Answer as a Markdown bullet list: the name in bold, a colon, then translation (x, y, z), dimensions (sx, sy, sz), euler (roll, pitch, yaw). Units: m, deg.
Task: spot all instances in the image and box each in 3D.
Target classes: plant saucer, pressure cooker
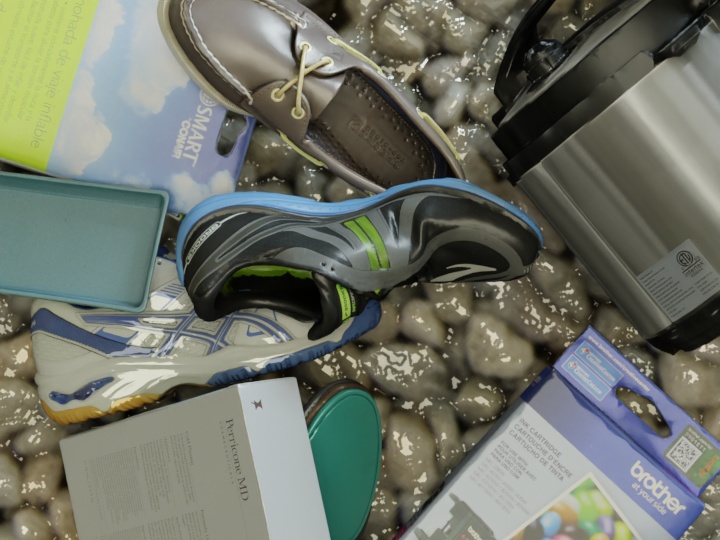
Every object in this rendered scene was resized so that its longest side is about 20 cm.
- **plant saucer**: translation (-0.203, -0.020, 1.422), dimensions (0.199, 0.019, 0.070), euler (8, 76, 15)
- **pressure cooker**: translation (0.169, -0.079, 1.369), dimensions (0.176, 0.179, 0.200), euler (-41, 90, 3)

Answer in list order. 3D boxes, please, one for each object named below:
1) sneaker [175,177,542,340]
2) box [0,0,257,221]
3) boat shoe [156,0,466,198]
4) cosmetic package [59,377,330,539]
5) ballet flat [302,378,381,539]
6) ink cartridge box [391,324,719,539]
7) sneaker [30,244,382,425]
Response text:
- **sneaker**: translation (0.000, 0.000, 1.375), dimensions (0.198, 0.071, 0.083), euler (-3, 51, 0)
- **box**: translation (-0.153, -0.109, 1.436), dimensions (0.199, 0.048, 0.123), euler (18, 91, -1)
- **boat shoe**: translation (-0.023, -0.096, 1.394), dimensions (0.200, 0.059, 0.072), euler (39, 83, -23)
- **cosmetic package**: translation (-0.080, 0.172, 1.383), dimensions (0.150, 0.051, 0.201), euler (-18, 81, 44)
- **ballet flat**: translation (-0.036, 0.156, 1.425), dimensions (0.072, 0.073, 0.202), euler (8, 94, 0)
- **ink cartridge box**: translation (0.106, 0.143, 1.439), dimensions (0.119, 0.042, 0.200), euler (42, 89, 0)
- **sneaker**: translation (-0.090, 0.023, 1.423), dimensions (0.199, 0.075, 0.089), euler (-14, 87, -1)
